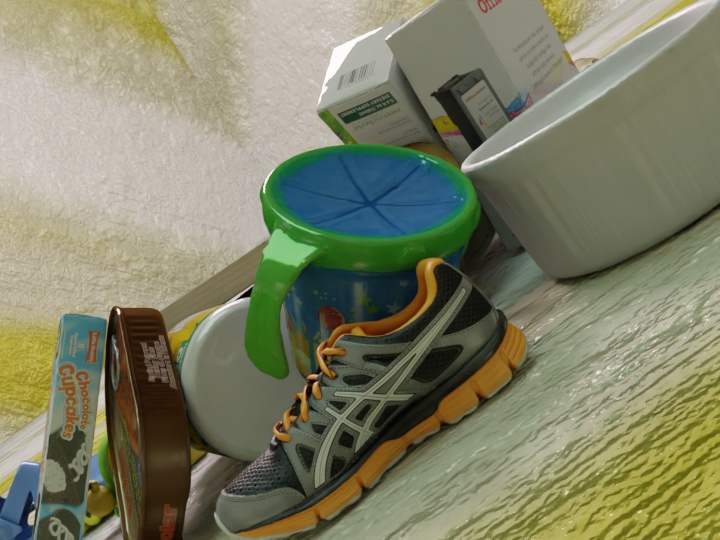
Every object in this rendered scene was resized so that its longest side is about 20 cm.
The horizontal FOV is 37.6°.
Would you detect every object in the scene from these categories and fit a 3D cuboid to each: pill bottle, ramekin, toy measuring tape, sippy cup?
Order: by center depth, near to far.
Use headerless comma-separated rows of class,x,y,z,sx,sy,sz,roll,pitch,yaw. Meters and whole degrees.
sippy cup,0.004,0.007,0.676,0.174,0.133,0.140,-6,31,-15
ramekin,0.173,-0.083,0.698,0.199,0.099,0.201,-34,7,5
pill bottle,-0.101,0.084,0.812,0.112,0.114,0.199,-37,8,-20
toy measuring tape,-0.167,0.139,0.935,0.199,0.074,0.073,-40,9,-31

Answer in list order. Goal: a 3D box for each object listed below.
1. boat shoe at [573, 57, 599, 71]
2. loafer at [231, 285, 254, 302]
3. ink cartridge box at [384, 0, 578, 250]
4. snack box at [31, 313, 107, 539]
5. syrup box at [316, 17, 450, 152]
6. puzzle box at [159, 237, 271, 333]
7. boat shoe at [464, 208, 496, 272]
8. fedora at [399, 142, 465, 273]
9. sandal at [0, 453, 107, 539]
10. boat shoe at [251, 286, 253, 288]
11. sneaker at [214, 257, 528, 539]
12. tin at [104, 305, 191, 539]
boat shoe,0.253,-0.186,1.135,0.064,0.073,0.200,-22,17,29
loafer,-0.133,0.077,0.991,0.200,0.068,0.070,-41,6,2
ink cartridge box,0.126,-0.141,0.879,0.085,0.202,0.148,-28,9,35
snack box,-0.233,0.138,0.839,0.036,0.204,0.116,7,-6,-17
syrup box,0.055,-0.116,0.934,0.078,0.200,0.083,-15,46,34
puzzle box,-0.115,0.009,0.972,0.132,0.026,0.200,-34,2,11
boat shoe,0.045,-0.015,0.950,0.200,0.072,0.061,-33,10,34
fedora,0.023,-0.008,0.851,0.199,0.082,0.203,-31,36,26
sandal,-0.289,0.210,0.972,0.198,0.088,0.079,-34,5,-8
boat shoe,-0.094,0.044,1.158,0.199,0.068,0.074,-39,-8,-43
sneaker,-0.004,0.072,0.590,0.199,0.078,0.078,-37,9,-6
tin,-0.152,0.108,0.744,0.201,0.041,0.114,-117,38,-51
